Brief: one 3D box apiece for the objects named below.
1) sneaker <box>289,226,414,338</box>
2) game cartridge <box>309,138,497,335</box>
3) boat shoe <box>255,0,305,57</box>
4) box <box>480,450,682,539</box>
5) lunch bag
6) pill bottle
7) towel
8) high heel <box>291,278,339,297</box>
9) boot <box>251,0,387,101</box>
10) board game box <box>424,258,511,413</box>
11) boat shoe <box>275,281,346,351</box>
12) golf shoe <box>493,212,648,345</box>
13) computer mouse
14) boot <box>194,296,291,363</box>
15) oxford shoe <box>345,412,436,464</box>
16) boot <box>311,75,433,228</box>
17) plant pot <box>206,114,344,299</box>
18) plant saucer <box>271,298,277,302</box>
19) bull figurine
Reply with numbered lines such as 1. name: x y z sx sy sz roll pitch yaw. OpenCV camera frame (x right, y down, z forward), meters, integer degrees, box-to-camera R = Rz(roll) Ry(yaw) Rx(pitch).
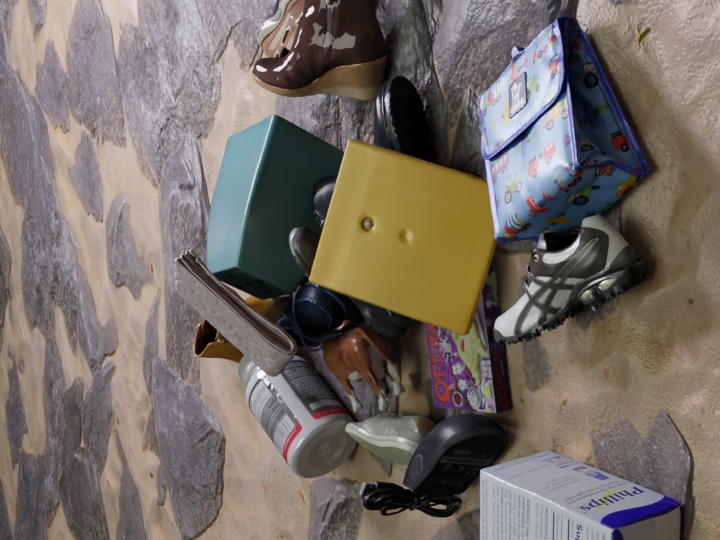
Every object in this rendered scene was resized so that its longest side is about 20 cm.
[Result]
1. sneaker: 0.000 0.000 1.401 0.079 0.200 0.076 -42 26 24
2. game cartridge: 0.056 -0.039 1.306 0.199 0.032 0.177 19 100 14
3. boat shoe: -0.073 -0.327 1.520 0.200 0.076 0.072 -29 80 61
4. box: 0.224 0.309 1.185 0.200 0.105 0.185 15 110 55
5. lunch bag: 0.192 -0.148 1.164 0.151 0.094 0.201 -48 46 51
6. pill bottle: -0.097 0.192 1.632 0.200 0.110 0.111 48 134 39
7. towel: -0.165 0.060 1.486 0.191 0.032 0.200 42 165 1
8. high heel: -0.030 0.026 1.525 0.143 0.071 0.201 50 127 47
9. boot: -0.058 -0.306 1.445 0.199 0.072 0.167 11 124 26
10. board game box: 0.121 0.066 1.355 0.120 0.032 0.201 -4 94 61
11. boat shoe: -0.069 0.074 1.480 0.084 0.069 0.200 40 159 3
12. golf shoe: 0.200 0.009 1.169 0.200 0.078 0.095 -35 84 43
13. computer mouse: 0.097 0.225 1.360 0.200 0.138 0.053 -52 38 38
14. boot: -0.186 0.120 1.719 0.071 0.144 0.202 51 136 38
15. oxford shoe: 0.044 0.214 1.482 0.058 0.075 0.200 -60 20 -17
16. boot: 0.007 -0.123 1.399 0.168 0.076 0.201 -10 95 37
17. plant pot: -0.116 -0.072 1.501 0.141 0.141 0.201 -13 57 56
18. plant saucer: -0.150 -0.051 1.647 0.200 0.031 0.201 157 90 -87
19. bull figurine: -0.005 0.121 1.496 0.122 0.065 0.200 60 166 -2
